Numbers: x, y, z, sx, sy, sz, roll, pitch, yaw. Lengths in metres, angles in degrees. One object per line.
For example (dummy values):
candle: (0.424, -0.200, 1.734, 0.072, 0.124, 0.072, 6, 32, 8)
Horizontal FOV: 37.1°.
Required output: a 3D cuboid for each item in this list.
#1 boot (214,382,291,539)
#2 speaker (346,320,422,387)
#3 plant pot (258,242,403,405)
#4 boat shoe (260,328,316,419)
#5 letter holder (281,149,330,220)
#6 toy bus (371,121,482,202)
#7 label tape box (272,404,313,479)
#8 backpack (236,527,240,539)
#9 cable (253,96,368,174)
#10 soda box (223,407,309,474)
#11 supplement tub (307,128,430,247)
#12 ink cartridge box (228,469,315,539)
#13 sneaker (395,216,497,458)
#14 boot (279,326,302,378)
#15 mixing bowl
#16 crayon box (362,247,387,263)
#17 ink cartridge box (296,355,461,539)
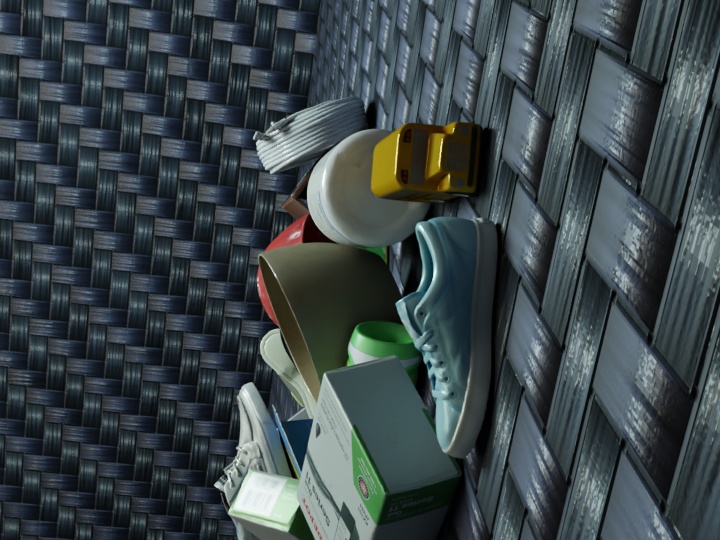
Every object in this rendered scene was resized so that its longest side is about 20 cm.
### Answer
boot: (-0.144, 0.251, 1.367, 0.074, 0.094, 0.202, 113, 137, -71)
speaker: (0.016, 0.163, 1.179, 0.089, 0.087, 0.203, -110, 27, -72)
plant pot: (-0.023, 0.049, 1.273, 0.200, 0.133, 0.203, 158, 90, -79)
boat shoe: (-0.062, 0.166, 1.533, 0.072, 0.202, 0.060, -43, -12, -1)
letter holder: (-0.046, -0.113, 1.849, 0.101, 0.142, 0.200, -51, 6, -7)
toy bus: (0.063, -0.105, 1.057, 0.200, 0.077, 0.066, -175, 91, -82)
label tape box: (-0.052, 0.272, 1.367, 0.202, 0.062, 0.145, 87, 160, -48)
backpack: (-0.091, 0.387, 1.537, 0.179, 0.149, 0.201, 63, 150, 23)
cable: (-0.079, -0.227, 1.792, 0.200, 0.198, 0.070, -173, 59, -87)
soda box: (-0.111, 0.271, 1.639, 0.069, 0.199, 0.063, 54, 166, 4)
supplement tub: (0.006, -0.094, 1.276, 0.200, 0.130, 0.134, -163, 79, -82)
ink cartridge box: (-0.048, 0.307, 1.219, 0.103, 0.200, 0.060, 3, 54, 43)
sneaker: (0.066, 0.054, 0.904, 0.074, 0.081, 0.203, 128, 147, -77)
boot: (-0.035, 0.145, 1.382, 0.213, 0.079, 0.158, 60, -179, -8)
mixing bowl: (-0.084, 0.018, 1.586, 0.200, 0.107, 0.203, -14, -90, -69)
crayon box: (0.000, 0.000, 1.509, 0.119, 0.057, 0.202, 107, 166, -55)
ink cartridge box: (0.011, 0.207, 1.030, 0.147, 0.082, 0.202, 58, 149, 39)
